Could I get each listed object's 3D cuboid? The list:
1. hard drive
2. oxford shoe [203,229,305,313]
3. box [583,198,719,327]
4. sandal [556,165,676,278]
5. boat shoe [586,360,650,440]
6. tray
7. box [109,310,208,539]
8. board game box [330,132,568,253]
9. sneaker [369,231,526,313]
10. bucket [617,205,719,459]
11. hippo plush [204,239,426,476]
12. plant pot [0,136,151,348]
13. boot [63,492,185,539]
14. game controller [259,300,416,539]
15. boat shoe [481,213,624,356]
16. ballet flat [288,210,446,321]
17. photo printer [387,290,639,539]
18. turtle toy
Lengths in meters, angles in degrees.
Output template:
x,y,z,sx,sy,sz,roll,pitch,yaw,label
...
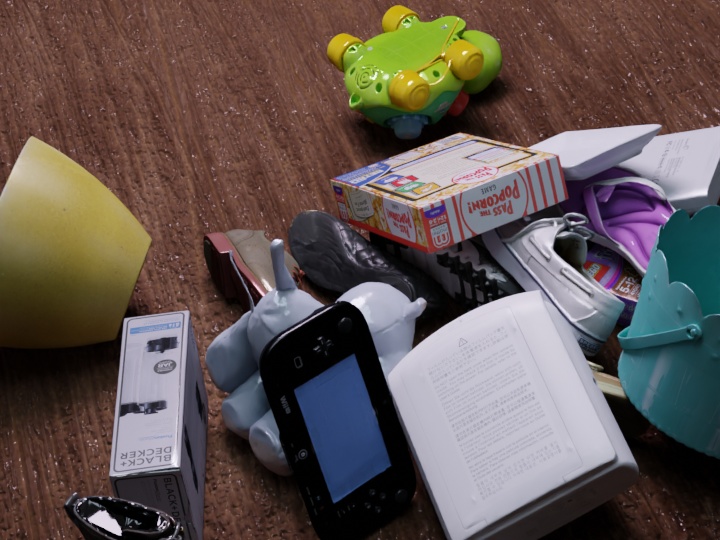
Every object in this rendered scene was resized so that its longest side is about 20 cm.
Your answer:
x,y,z,sx,sy,sz,roll,pitch,yaw,label
0.258,-0.086,1.843,0.199,0.026,0.132,-8,30,29,hard drive
-0.082,0.013,1.802,0.074,0.071,0.200,-17,40,-20,oxford shoe
0.301,-0.016,1.790,0.136,0.039,0.200,18,46,31,box
0.245,-0.055,1.739,0.082,0.050,0.203,-41,40,-7,sandal
0.162,0.097,1.653,0.199,0.074,0.063,6,45,29,boat shoe
0.201,-0.108,1.822,0.107,0.022,0.200,-23,10,-19,tray
-0.169,0.143,1.620,0.060,0.117,0.201,-6,39,2,box
0.080,-0.077,1.789,0.150,0.047,0.200,-21,18,-19,board game box
0.103,-0.018,1.807,0.090,0.067,0.199,-36,44,-27,sneaker
0.316,0.054,1.580,0.205,0.136,0.208,14,31,-8,bucket
-0.034,0.069,1.670,0.160,0.202,0.159,-12,1,-36,hippo plush
-0.279,-0.007,1.789,0.141,0.201,0.201,20,40,-5,plant pot
-0.131,0.256,1.425,0.199,0.175,0.069,15,44,27,boot
-0.018,0.127,1.551,0.104,0.201,0.042,-34,28,-33,game controller
0.180,-0.016,1.718,0.074,0.086,0.202,24,21,-36,boat shoe
0.000,0.000,1.828,0.057,0.067,0.200,13,16,-49,ballet flat
0.118,0.122,1.564,0.166,0.069,0.201,-30,54,9,photo printer
0.068,-0.209,2.022,0.199,0.102,0.146,-29,43,-25,turtle toy
